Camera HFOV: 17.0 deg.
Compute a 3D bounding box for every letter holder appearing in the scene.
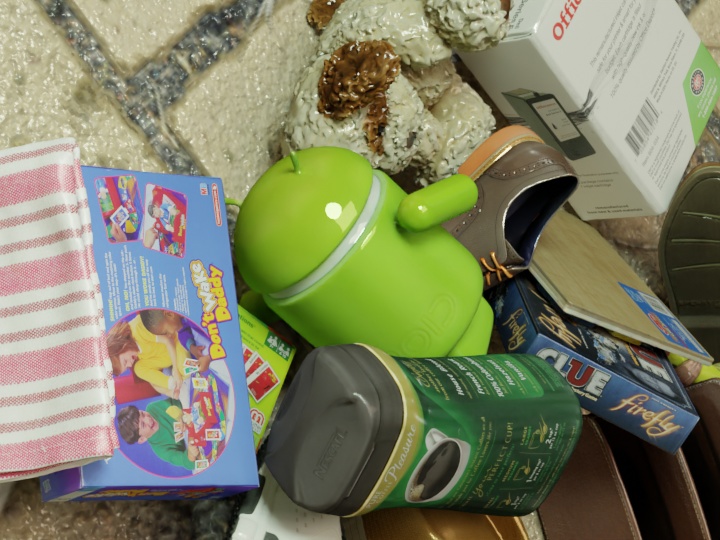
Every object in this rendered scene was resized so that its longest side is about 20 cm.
[{"bbox_3d":[0.220,0.192,1.742,0.100,0.142,0.201,-10,82,-43],"label":"letter holder"}]

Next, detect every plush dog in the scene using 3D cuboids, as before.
[{"bbox_3d":[0.003,-0.123,1.669,0.160,0.200,0.172,23,46,15],"label":"plush dog"}]

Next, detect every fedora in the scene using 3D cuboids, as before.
[{"bbox_3d":[0.054,0.185,1.612,0.200,0.082,0.201,31,40,-31],"label":"fedora"}]

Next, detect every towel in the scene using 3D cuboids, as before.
[{"bbox_3d":[-0.224,0.026,1.418,0.030,0.146,0.201,48,32,-74],"label":"towel"}]

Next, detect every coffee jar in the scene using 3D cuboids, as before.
[{"bbox_3d":[0.039,0.102,1.519,0.199,0.105,0.085,5,31,-41],"label":"coffee jar"}]

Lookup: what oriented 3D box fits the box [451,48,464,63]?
[{"bbox_3d":[0.067,-0.243,1.827,0.200,0.049,0.162,-26,96,-44],"label":"box"}]

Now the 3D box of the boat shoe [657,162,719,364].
[{"bbox_3d":[0.268,-0.006,1.864,0.068,0.072,0.201,-69,163,-53],"label":"boat shoe"}]

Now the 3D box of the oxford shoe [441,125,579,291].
[{"bbox_3d":[0.071,-0.012,1.677,0.200,0.073,0.071,-51,134,-2],"label":"oxford shoe"}]

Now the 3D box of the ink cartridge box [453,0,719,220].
[{"bbox_3d":[0.176,-0.158,1.822,0.200,0.084,0.146,50,55,-33],"label":"ink cartridge box"}]

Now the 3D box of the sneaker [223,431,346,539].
[{"bbox_3d":[-0.042,0.158,1.536,0.080,0.074,0.200,25,47,-4],"label":"sneaker"}]

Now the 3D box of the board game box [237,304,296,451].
[{"bbox_3d":[-0.141,0.041,1.542,0.200,0.048,0.102,38,53,-26],"label":"board game box"}]

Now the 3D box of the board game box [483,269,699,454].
[{"bbox_3d":[0.156,0.045,1.712,0.135,0.035,0.200,27,17,-17],"label":"board game box"}]

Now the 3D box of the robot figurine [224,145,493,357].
[{"bbox_3d":[0.000,0.000,1.587,0.200,0.175,0.116,41,41,-22],"label":"robot figurine"}]

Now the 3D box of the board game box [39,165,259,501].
[{"bbox_3d":[-0.139,0.039,1.481,0.134,0.045,0.201,4,72,-40],"label":"board game box"}]

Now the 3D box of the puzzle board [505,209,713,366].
[{"bbox_3d":[0.156,-0.002,1.760,0.150,0.017,0.200,21,20,-36],"label":"puzzle board"}]

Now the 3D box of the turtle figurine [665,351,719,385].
[{"bbox_3d":[0.277,0.091,1.820,0.161,0.200,0.065,25,82,-6],"label":"turtle figurine"}]
